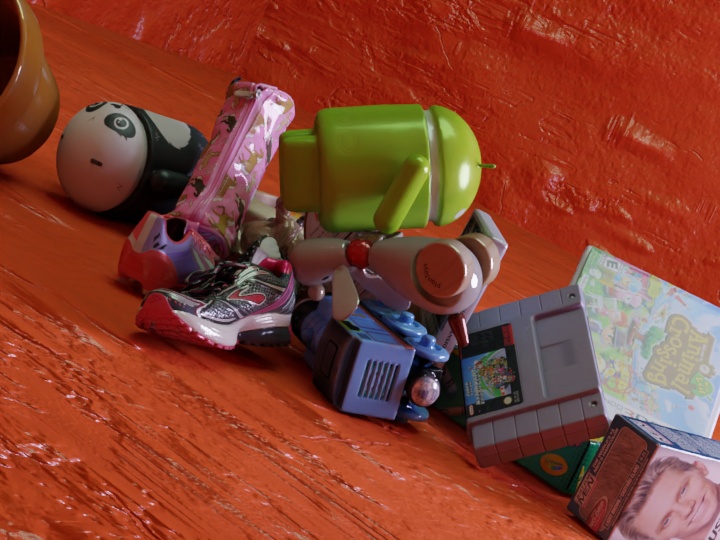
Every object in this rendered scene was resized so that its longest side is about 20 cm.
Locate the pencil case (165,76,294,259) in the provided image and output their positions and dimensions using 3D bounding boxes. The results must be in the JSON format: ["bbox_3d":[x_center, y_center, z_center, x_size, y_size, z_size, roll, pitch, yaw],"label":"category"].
[{"bbox_3d":[-0.139,-0.105,1.815,0.082,0.202,0.087,-1,-34,42],"label":"pencil case"}]

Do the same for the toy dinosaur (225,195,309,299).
[{"bbox_3d":[-0.111,-0.019,1.842,0.198,0.137,0.086,-5,-40,36],"label":"toy dinosaur"}]

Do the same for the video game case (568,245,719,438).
[{"bbox_3d":[0.272,0.083,1.683,0.180,0.022,0.201,26,49,5],"label":"video game case"}]

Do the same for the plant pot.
[{"bbox_3d":[-0.404,-0.198,1.796,0.199,0.202,0.183,27,-7,18],"label":"plant pot"}]

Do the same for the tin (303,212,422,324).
[{"bbox_3d":[0.000,0.000,1.734,0.042,0.112,0.202,-2,63,-41],"label":"tin"}]

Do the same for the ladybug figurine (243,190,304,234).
[{"bbox_3d":[-0.080,-0.034,2.022,0.198,0.073,0.136,23,10,6],"label":"ladybug figurine"}]

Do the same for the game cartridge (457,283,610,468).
[{"bbox_3d":[0.156,0.093,1.600,0.128,0.039,0.201,-12,34,7],"label":"game cartridge"}]

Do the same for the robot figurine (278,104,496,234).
[{"bbox_3d":[0.023,-0.096,1.621,0.197,0.117,0.176,-3,11,-6],"label":"robot figurine"}]

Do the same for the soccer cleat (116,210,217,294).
[{"bbox_3d":[-0.174,-0.019,1.670,0.066,0.077,0.200,26,9,14],"label":"soccer cleat"}]

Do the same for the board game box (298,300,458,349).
[{"bbox_3d":[0.022,0.054,1.915,0.198,0.035,0.136,23,8,-9],"label":"board game box"}]

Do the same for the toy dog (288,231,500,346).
[{"bbox_3d":[0.035,0.018,1.540,0.131,0.098,0.199,-6,6,-40],"label":"toy dog"}]

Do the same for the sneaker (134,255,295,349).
[{"bbox_3d":[-0.125,0.025,1.495,0.080,0.076,0.199,11,5,26],"label":"sneaker"}]

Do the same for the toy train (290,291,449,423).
[{"bbox_3d":[0.002,0.073,1.592,0.113,0.088,0.200,13,13,-26],"label":"toy train"}]

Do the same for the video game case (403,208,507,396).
[{"bbox_3d":[0.087,0.035,1.712,0.023,0.183,0.200,27,8,-5],"label":"video game case"}]

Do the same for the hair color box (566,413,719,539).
[{"bbox_3d":[0.286,0.200,1.552,0.199,0.101,0.060,17,14,-41],"label":"hair color box"}]

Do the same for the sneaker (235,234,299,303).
[{"bbox_3d":[-0.097,0.021,1.669,0.079,0.074,0.200,48,15,-2],"label":"sneaker"}]

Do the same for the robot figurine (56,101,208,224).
[{"bbox_3d":[-0.239,-0.115,1.891,0.149,0.126,0.199,-22,-23,34],"label":"robot figurine"}]

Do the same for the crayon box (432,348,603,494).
[{"bbox_3d":[0.170,0.149,1.674,0.199,0.059,0.118,32,11,39],"label":"crayon box"}]
